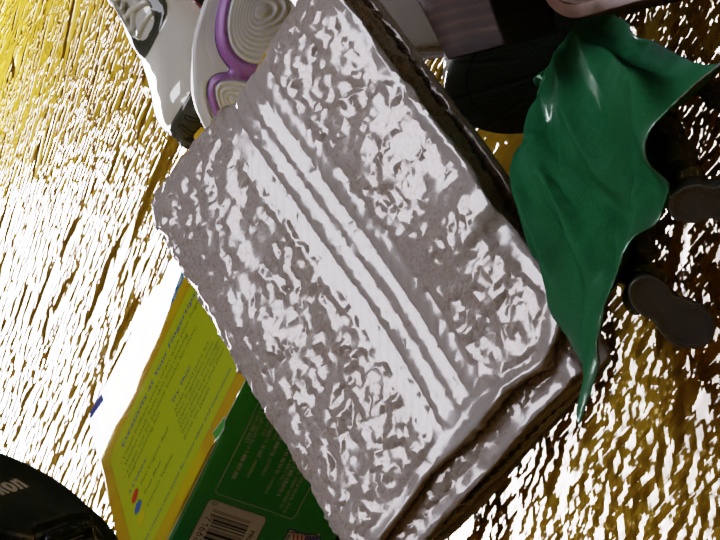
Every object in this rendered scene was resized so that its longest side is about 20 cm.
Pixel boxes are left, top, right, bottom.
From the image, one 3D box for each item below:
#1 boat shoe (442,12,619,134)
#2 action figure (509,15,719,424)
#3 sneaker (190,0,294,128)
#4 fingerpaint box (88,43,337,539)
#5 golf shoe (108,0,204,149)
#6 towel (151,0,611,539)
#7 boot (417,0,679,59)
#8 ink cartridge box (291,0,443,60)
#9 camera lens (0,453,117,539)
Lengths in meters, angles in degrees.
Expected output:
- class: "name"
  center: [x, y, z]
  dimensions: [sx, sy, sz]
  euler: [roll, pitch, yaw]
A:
- class: "boat shoe"
  center: [0.083, -0.142, 0.887]
  dimensions: [0.065, 0.074, 0.202]
  euler: [-101, 29, -47]
- class: "action figure"
  center: [0.086, -0.039, 0.808]
  dimensions: [0.200, 0.055, 0.118]
  euler: [-104, 37, -68]
- class: "sneaker"
  center: [-0.034, -0.151, 1.227]
  dimensions: [0.100, 0.075, 0.200]
  euler: [131, 159, -75]
- class: "fingerpaint box"
  center: [-0.035, 0.028, 1.034]
  dimensions: [0.200, 0.073, 0.167]
  euler: [-63, 22, 16]
- class: "golf shoe"
  center: [-0.115, -0.147, 1.387]
  dimensions: [0.077, 0.088, 0.200]
  euler: [-54, 27, 34]
- class: "towel"
  center: [0.000, 0.000, 0.889]
  dimensions: [0.133, 0.034, 0.200]
  euler: [-50, 56, 25]
- class: "boot"
  center: [0.069, -0.154, 0.786]
  dimensions: [0.200, 0.070, 0.147]
  euler: [-11, 94, 39]
- class: "ink cartridge box"
  center: [0.001, -0.188, 1.052]
  dimensions: [0.200, 0.083, 0.147]
  euler: [-122, 26, -65]
- class: "camera lens"
  center: [-0.218, 0.197, 1.229]
  dimensions: [0.200, 0.160, 0.160]
  euler: [-66, 20, 11]
